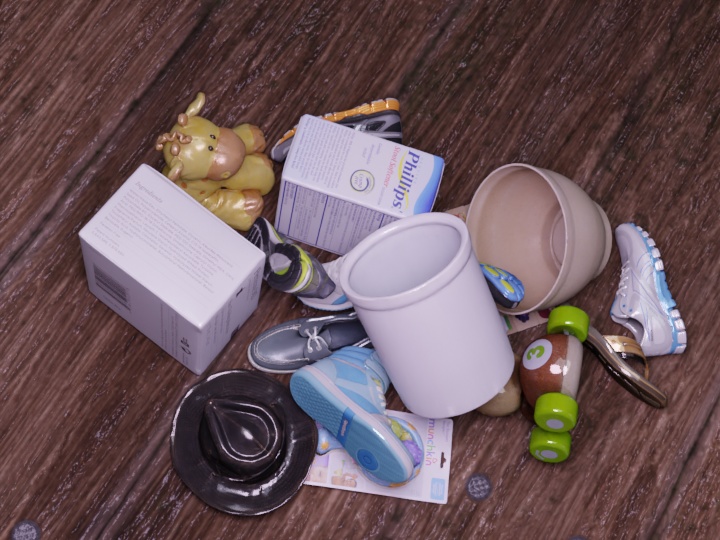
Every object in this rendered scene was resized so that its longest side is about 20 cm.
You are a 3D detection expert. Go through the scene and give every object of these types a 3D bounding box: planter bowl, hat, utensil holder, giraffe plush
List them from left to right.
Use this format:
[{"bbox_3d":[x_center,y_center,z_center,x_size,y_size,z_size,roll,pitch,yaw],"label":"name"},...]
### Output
[{"bbox_3d":[-0.212,-0.153,1.740,0.199,0.162,0.174,-12,71,-13],"label":"giraffe plush"},{"bbox_3d":[-0.155,0.206,1.631,0.199,0.081,0.202,-2,67,5],"label":"hat"},{"bbox_3d":[0.088,0.058,1.601,0.170,0.170,0.201,-38,121,-20],"label":"utensil holder"},{"bbox_3d":[0.255,-0.043,1.755,0.134,0.200,0.201,-1,66,-37],"label":"planter bowl"}]

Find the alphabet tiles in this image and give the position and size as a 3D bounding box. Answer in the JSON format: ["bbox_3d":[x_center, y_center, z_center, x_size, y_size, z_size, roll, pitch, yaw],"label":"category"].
[{"bbox_3d":[0.168,0.001,1.818,0.166,0.008,0.201,-17,72,-14],"label":"alphabet tiles"}]

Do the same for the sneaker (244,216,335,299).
[{"bbox_3d":[-0.102,-0.008,1.714,0.081,0.200,0.074,31,96,-35],"label":"sneaker"}]

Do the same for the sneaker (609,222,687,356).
[{"bbox_3d":[0.384,0.029,1.804,0.086,0.075,0.201,-15,71,-7],"label":"sneaker"}]

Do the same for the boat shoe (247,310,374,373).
[{"bbox_3d":[-0.053,0.086,1.722,0.199,0.062,0.073,-9,70,-12],"label":"boat shoe"}]

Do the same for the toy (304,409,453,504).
[{"bbox_3d":[0.023,0.231,1.684,0.199,0.047,0.116,8,69,-4],"label":"toy"}]

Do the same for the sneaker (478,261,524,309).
[{"bbox_3d":[0.141,0.026,1.724,0.071,0.199,0.083,15,88,-42],"label":"sneaker"}]

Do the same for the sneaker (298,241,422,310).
[{"bbox_3d":[0.000,0.000,1.723,0.199,0.081,0.077,-7,44,20],"label":"sneaker"}]

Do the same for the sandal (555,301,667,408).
[{"bbox_3d":[0.349,0.107,1.760,0.054,0.080,0.200,-43,75,-4],"label":"sandal"}]

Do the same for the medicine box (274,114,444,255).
[{"bbox_3d":[-0.006,-0.099,1.737,0.199,0.182,0.103,18,67,-1],"label":"medicine box"}]

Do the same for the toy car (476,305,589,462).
[{"bbox_3d":[0.189,0.138,1.700,0.199,0.158,0.165,9,55,8],"label":"toy car"}]

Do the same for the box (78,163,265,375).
[{"bbox_3d":[-0.240,0.002,1.655,0.200,0.199,0.131,36,69,7],"label":"box"}]

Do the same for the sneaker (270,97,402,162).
[{"bbox_3d":[-0.030,-0.183,1.829,0.199,0.078,0.078,-17,90,-8],"label":"sneaker"}]

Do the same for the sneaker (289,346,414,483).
[{"bbox_3d":[0.020,0.171,1.651,0.200,0.080,0.130,43,48,16],"label":"sneaker"}]
